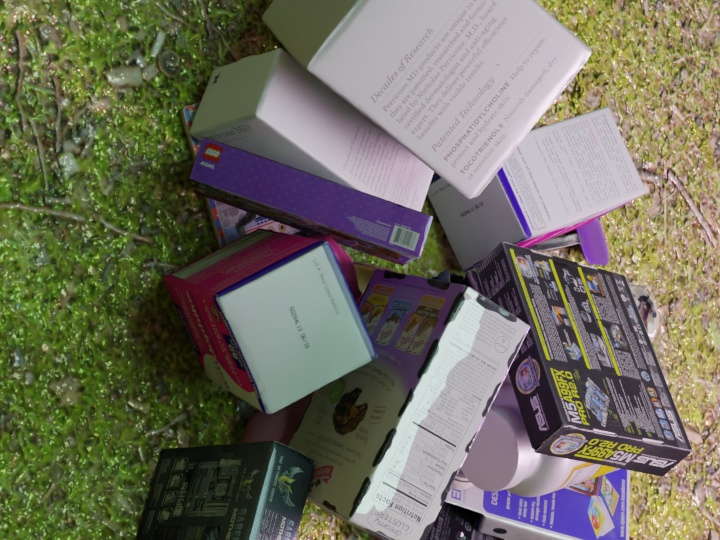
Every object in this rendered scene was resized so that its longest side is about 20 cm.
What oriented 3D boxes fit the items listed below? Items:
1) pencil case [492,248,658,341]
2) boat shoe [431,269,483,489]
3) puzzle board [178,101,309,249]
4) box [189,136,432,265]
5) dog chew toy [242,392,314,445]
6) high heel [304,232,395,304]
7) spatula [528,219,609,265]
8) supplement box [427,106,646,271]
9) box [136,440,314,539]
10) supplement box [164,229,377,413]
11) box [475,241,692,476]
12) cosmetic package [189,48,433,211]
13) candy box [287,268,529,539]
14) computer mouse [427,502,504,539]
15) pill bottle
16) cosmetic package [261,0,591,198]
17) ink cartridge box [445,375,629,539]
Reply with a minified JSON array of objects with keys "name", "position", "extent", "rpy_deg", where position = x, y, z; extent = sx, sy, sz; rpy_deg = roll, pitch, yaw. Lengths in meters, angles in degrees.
[{"name":"pencil case","position":[0.201,0.039,1.660],"extent":[0.198,0.078,0.090],"rpy_deg":[10,101,-35]},{"name":"boat shoe","position":[0.088,0.095,1.579],"extent":[0.074,0.093,0.202],"rpy_deg":[-2,65,-27]},{"name":"puzzle board","position":[-0.067,-0.097,1.557],"extent":[0.199,0.017,0.152],"rpy_deg":[-21,97,-41]},{"name":"box","position":[-0.044,-0.056,1.426],"extent":[0.198,0.137,0.039],"rpy_deg":[19,86,-3]},{"name":"dog chew toy","position":[-0.016,0.132,1.498],"extent":[0.199,0.124,0.126],"rpy_deg":[-24,100,-21]},{"name":"high heel","position":[0.000,0.000,1.490],"extent":[0.096,0.200,0.067],"rpy_deg":[-34,63,-10]},{"name":"spatula","position":[0.197,-0.028,1.778],"extent":[0.199,0.020,0.057],"rpy_deg":[-5,74,-40]},{"name":"supplement box","position":[0.177,-0.084,1.705],"extent":[0.199,0.101,0.104],"rpy_deg":[-21,84,-41]},{"name":"box","position":[-0.124,0.240,1.358],"extent":[0.051,0.157,0.202],"rpy_deg":[29,64,-34]},{"name":"supplement box","position":[-0.078,0.036,1.380],"extent":[0.103,0.200,0.102],"rpy_deg":[-27,101,-13]},{"name":"box","position":[0.199,0.079,1.520],"extent":[0.159,0.044,0.201],"rpy_deg":[13,46,-34]},{"name":"cosmetic package","position":[-0.040,-0.107,1.504],"extent":[0.199,0.101,0.072],"rpy_deg":[35,63,-33]},{"name":"candy box","position":[0.028,0.108,1.363],"extent":[0.071,0.167,0.201],"rpy_deg":[30,83,-23]},{"name":"computer mouse","position":[0.067,0.245,1.601],"extent":[0.200,0.052,0.139],"rpy_deg":[45,41,-22]},{"name":"pill bottle","position":[0.176,0.147,1.556],"extent":[0.199,0.104,0.105],"rpy_deg":[-8,89,-48]},{"name":"cosmetic package","position":[0.054,-0.204,1.463],"extent":[0.199,0.168,0.167],"rpy_deg":[36,99,-27]},{"name":"ink cartridge box","position":[0.170,0.173,1.658],"extent":[0.198,0.043,0.200],"rpy_deg":[19,52,-14]}]
